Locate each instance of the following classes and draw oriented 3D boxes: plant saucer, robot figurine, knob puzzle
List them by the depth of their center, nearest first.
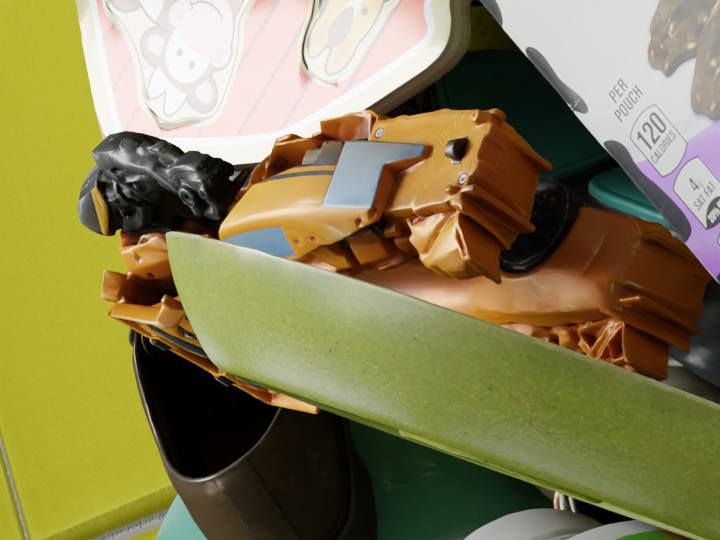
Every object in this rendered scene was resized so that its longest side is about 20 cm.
[{"bbox_3d":[0.040,0.037,0.742,0.200,0.200,0.031,11,81,65],"label":"plant saucer"},{"bbox_3d":[0.000,0.000,0.883,0.200,0.145,0.058,-9,57,49],"label":"robot figurine"},{"bbox_3d":[-0.034,-0.120,0.919,0.220,0.030,0.220,-9,76,40],"label":"knob puzzle"}]

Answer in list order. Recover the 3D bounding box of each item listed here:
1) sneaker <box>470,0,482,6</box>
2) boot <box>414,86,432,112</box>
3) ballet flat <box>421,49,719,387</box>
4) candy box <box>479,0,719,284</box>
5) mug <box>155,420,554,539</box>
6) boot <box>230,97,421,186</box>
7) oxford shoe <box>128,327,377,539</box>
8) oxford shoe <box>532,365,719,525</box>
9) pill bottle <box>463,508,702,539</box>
[{"bbox_3d":[0.072,-0.088,0.892,0.200,0.083,0.071,51,147,44],"label":"sneaker"},{"bbox_3d":[0.024,-0.117,1.019,0.074,0.075,0.200,47,160,42],"label":"boot"},{"bbox_3d":[0.079,-0.013,0.941,0.200,0.073,0.073,35,134,54],"label":"ballet flat"},{"bbox_3d":[0.106,-0.104,0.697,0.200,0.072,0.168,52,132,21],"label":"candy box"},{"bbox_3d":[0.002,0.139,1.059,0.114,0.185,0.152,41,173,49],"label":"mug"},{"bbox_3d":[-0.038,-0.086,1.009,0.200,0.070,0.132,153,93,-82],"label":"boot"},{"bbox_3d":[-0.045,0.025,1.021,0.084,0.073,0.200,58,-175,-36],"label":"oxford shoe"},{"bbox_3d":[0.089,0.059,0.937,0.200,0.074,0.071,-173,82,-64],"label":"oxford shoe"},{"bbox_3d":[0.090,0.132,0.783,0.200,0.111,0.111,-151,51,-61],"label":"pill bottle"}]
